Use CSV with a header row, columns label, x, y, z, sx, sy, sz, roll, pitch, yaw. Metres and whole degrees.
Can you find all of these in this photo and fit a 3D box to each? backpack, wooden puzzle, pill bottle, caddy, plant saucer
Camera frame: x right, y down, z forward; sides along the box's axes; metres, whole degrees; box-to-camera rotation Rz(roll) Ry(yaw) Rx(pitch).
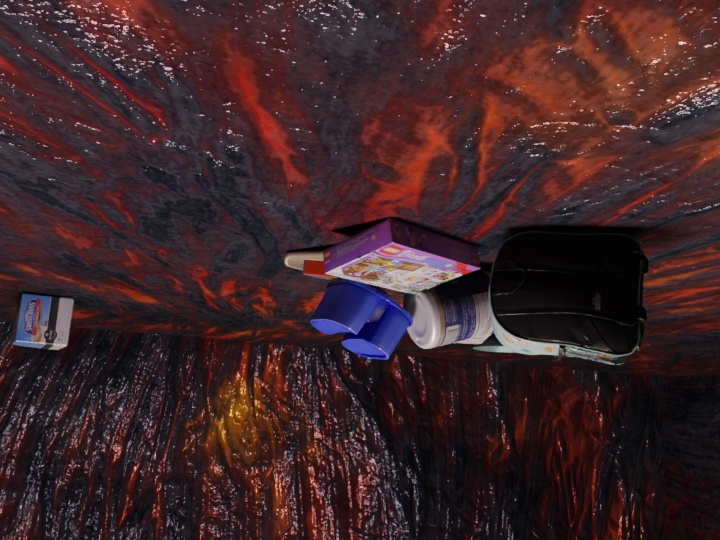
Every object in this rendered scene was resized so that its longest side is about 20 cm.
label,x,y,z,sx,sy,sz,roll,pitch,yaw
backpack,0.274,0.037,1.008,0.199,0.177,0.153,6,166,6
wooden puzzle,0.000,0.000,1.232,0.199,0.047,0.185,-6,165,41
pill bottle,0.183,0.060,1.253,0.199,0.112,0.111,-11,175,-23
caddy,0.004,0.074,1.248,0.141,0.105,0.200,34,164,-17
plant saucer,0.456,0.233,2.316,0.200,0.039,0.201,3,168,1

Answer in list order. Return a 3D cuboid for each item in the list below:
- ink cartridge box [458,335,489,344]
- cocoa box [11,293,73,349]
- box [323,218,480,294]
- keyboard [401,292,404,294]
label,x,y,z,sx,sy,sz,roll,pitch,yaw
ink cartridge box,0.213,0.112,1.644,0.145,0.085,0.200,3,169,3
cocoa box,-0.873,0.143,2.006,0.131,0.134,0.200,10,168,-27
box,0.063,-0.016,1.083,0.137,0.039,0.200,-23,154,40
keyboard,0.177,0.061,1.442,0.199,0.040,0.104,9,163,7
